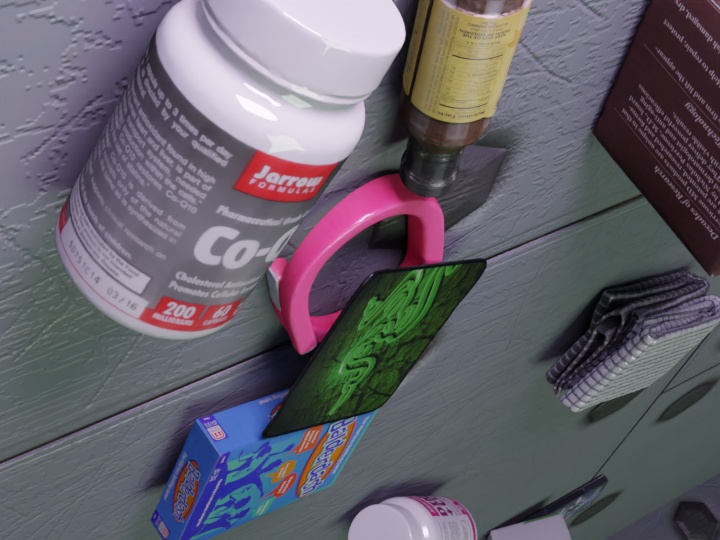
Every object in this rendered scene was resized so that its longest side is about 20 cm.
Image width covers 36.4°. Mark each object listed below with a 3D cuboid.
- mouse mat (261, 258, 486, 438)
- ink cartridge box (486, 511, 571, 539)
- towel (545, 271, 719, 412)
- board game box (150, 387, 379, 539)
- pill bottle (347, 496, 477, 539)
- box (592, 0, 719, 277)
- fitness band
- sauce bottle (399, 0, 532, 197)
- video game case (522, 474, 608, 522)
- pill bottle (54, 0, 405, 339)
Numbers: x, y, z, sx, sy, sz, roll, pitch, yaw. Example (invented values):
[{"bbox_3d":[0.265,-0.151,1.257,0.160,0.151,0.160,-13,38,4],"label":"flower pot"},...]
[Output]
[{"bbox_3d":[0.013,0.067,0.930,0.161,0.008,0.200,-7,138,-47],"label":"mouse mat"},{"bbox_3d":[0.312,0.549,2.101,0.146,0.084,0.200,-13,150,-10],"label":"ink cartridge box"},{"bbox_3d":[0.333,0.085,1.345,0.200,0.086,0.166,-11,148,-42],"label":"towel"},{"bbox_3d":[-0.084,0.173,1.023,0.200,0.045,0.152,-16,144,-41],"label":"board game box"},{"bbox_3d":[0.071,0.365,1.489,0.113,0.113,0.200,-41,154,16],"label":"pill bottle"},{"bbox_3d":[0.311,-0.136,0.829,0.166,0.164,0.200,-24,153,-19],"label":"box"},{"bbox_3d":[0.000,0.000,0.854,0.144,0.037,0.200,-28,155,-12],"label":"fitness band"},{"bbox_3d":[0.058,-0.121,0.680,0.065,0.065,0.200,-23,154,-21],"label":"sauce bottle"},{"bbox_3d":[0.396,0.485,2.193,0.200,0.019,0.143,-25,154,-18],"label":"video game case"},{"bbox_3d":[-0.069,-0.067,0.563,0.114,0.114,0.200,-5,142,-46],"label":"pill bottle"}]
